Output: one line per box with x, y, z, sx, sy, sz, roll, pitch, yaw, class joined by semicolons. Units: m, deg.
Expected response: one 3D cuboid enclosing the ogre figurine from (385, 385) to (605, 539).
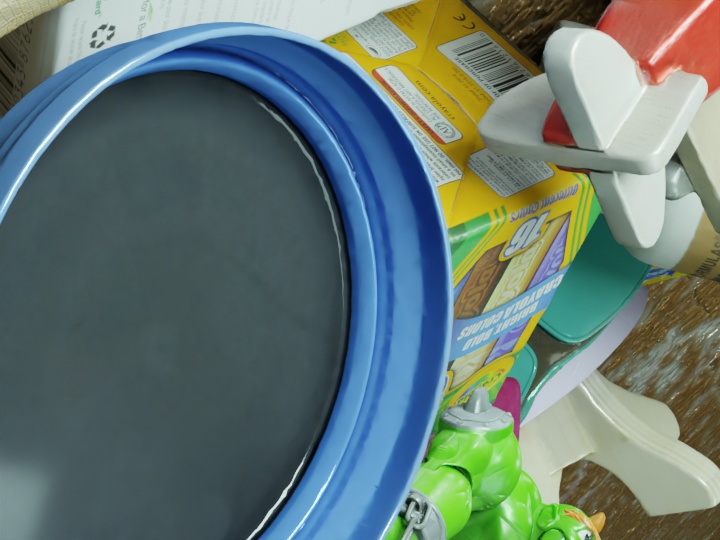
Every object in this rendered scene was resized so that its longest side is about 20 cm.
0.040;0.133;0.811;0.200;0.098;0.120;53;55;-33;ogre figurine

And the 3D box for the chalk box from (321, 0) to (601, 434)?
0.000;0.000;0.813;0.123;0.125;0.201;-22;148;-42;chalk box

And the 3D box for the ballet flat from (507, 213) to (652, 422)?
0.078;0.029;0.984;0.201;0.067;0.070;-51;-161;-12;ballet flat

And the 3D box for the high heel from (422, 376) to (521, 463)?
0.060;0.151;0.924;0.096;0.067;0.202;-27;122;-19;high heel

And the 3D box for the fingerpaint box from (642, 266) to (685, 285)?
0.196;-0.077;1.076;0.199;0.073;0.167;-10;140;-53;fingerpaint box

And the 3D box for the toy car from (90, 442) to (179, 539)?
-0.151;0.076;0.679;0.149;0.175;0.202;15;111;-16;toy car

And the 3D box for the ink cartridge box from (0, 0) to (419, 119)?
-0.026;-0.147;0.623;0.199;0.047;0.199;-30;152;-34;ink cartridge box

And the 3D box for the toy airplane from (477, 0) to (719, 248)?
0.116;-0.109;0.716;0.198;0.141;0.202;0;115;-38;toy airplane

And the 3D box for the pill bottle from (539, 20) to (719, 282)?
0.178;-0.051;0.914;0.114;0.198;0.116;-166;-90;-88;pill bottle

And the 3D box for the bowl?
-0.052;0.026;0.577;0.200;0.039;0.203;-15;111;-44;bowl

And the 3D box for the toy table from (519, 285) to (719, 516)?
0.113;0.090;1.093;0.199;0.118;0.183;-35;-167;-31;toy table

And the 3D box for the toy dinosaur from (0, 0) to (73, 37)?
-0.140;-0.061;0.561;0.199;0.059;0.101;-30;166;11;toy dinosaur
